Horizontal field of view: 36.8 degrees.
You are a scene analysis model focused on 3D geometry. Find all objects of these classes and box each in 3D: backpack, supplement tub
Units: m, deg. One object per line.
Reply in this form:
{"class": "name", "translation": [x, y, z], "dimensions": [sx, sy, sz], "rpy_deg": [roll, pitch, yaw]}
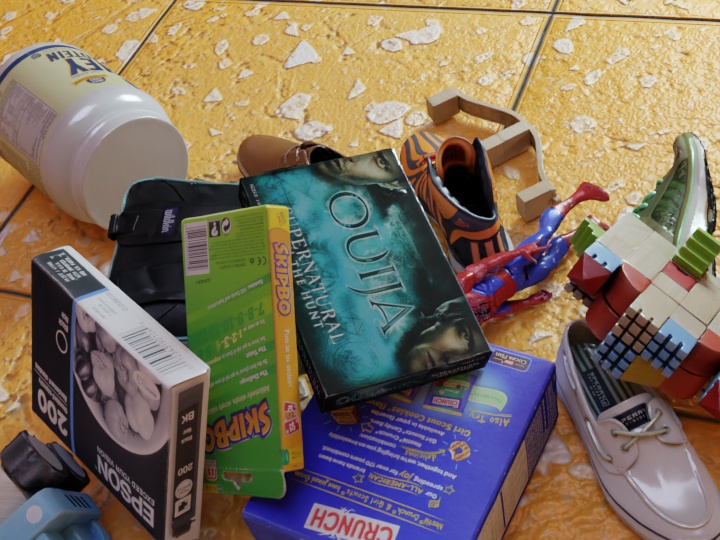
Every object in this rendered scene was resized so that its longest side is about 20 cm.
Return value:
{"class": "backpack", "translation": [-0.103, 0.016, 0.913], "dimensions": [0.198, 0.154, 0.177], "rpy_deg": [-6, 52, 18]}
{"class": "supplement tub", "translation": [-0.282, -0.137, 1.112], "dimensions": [0.145, 0.146, 0.199], "rpy_deg": [-39, 50, -21]}

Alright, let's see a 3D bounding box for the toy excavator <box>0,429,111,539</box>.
{"class": "toy excavator", "translation": [-0.213, 0.219, 0.765], "dimensions": [0.100, 0.195, 0.200], "rpy_deg": [-43, 79, -8]}

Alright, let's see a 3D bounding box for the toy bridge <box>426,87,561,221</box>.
{"class": "toy bridge", "translation": [0.140, -0.122, 1.060], "dimensions": [0.067, 0.027, 0.200], "rpy_deg": [-26, 47, -11]}

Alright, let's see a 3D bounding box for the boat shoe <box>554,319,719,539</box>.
{"class": "boat shoe", "translation": [0.195, 0.119, 0.793], "dimensions": [0.073, 0.067, 0.200], "rpy_deg": [-26, 47, -9]}

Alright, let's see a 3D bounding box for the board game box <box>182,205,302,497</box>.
{"class": "board game box", "translation": [-0.087, 0.059, 0.781], "dimensions": [0.095, 0.030, 0.202], "rpy_deg": [-6, 84, 42]}

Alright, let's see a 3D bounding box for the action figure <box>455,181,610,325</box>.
{"class": "action figure", "translation": [0.137, 0.000, 0.922], "dimensions": [0.199, 0.066, 0.052], "rpy_deg": [-34, 43, -18]}

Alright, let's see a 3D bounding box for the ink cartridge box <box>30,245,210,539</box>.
{"class": "ink cartridge box", "translation": [-0.186, 0.113, 0.818], "dimensions": [0.043, 0.202, 0.198], "rpy_deg": [-20, 39, -38]}

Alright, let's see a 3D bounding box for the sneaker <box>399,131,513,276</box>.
{"class": "sneaker", "translation": [0.085, -0.091, 0.987], "dimensions": [0.077, 0.113, 0.201], "rpy_deg": [-23, 46, -7]}

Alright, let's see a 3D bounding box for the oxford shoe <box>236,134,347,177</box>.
{"class": "oxford shoe", "translation": [-0.052, -0.104, 1.070], "dimensions": [0.199, 0.072, 0.071], "rpy_deg": [25, 60, 35]}

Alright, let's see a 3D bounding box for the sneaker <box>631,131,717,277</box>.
{"class": "sneaker", "translation": [0.258, -0.045, 0.930], "dimensions": [0.088, 0.077, 0.201], "rpy_deg": [-4, 44, 23]}

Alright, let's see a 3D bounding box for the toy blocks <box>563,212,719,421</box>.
{"class": "toy blocks", "translation": [0.222, 0.040, 0.794], "dimensions": [0.200, 0.100, 0.136], "rpy_deg": [40, 35, 14]}

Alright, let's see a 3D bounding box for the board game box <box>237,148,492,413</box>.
{"class": "board game box", "translation": [0.000, 0.000, 0.823], "dimensions": [0.134, 0.028, 0.201], "rpy_deg": [-14, 60, -19]}

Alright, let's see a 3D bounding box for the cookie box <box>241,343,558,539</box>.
{"class": "cookie box", "translation": [0.035, 0.143, 0.810], "dimensions": [0.170, 0.076, 0.201], "rpy_deg": [15, 53, 27]}
